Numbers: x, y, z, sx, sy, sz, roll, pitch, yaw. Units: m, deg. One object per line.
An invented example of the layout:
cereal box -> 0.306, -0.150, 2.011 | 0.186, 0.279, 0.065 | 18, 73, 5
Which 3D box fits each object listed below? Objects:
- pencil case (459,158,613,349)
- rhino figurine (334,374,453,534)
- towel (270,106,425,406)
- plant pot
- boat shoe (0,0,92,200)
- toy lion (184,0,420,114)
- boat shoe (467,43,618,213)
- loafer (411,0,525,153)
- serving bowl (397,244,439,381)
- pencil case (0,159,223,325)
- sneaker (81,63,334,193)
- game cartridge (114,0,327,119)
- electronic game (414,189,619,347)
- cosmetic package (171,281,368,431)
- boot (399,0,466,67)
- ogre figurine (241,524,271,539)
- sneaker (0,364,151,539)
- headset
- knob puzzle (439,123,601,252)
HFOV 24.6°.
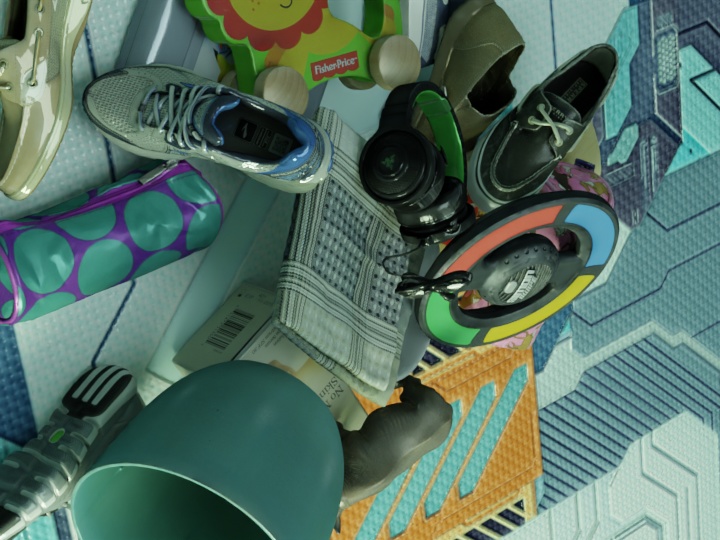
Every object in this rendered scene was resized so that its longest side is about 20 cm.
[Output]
pencil case -> 0.165, -0.014, 1.574 | 0.083, 0.087, 0.200 | 14, 128, -16
rhino figurine -> 0.001, 0.164, 1.441 | 0.200, 0.087, 0.060 | -39, 125, -29
towel -> 0.000, -0.007, 1.365 | 0.200, 0.035, 0.193 | 42, 53, -54
plant pot -> -0.104, 0.170, 1.318 | 0.161, 0.200, 0.201 | -58, 137, -43
boat shoe -> -0.251, -0.153, 1.231 | 0.065, 0.072, 0.200 | 13, 92, -34
toy lion -> -0.053, -0.225, 1.346 | 0.200, 0.069, 0.192 | -20, 108, -36
boat shoe -> 0.165, -0.133, 1.481 | 0.071, 0.064, 0.200 | 39, 63, -1
loafer -> 0.096, -0.152, 1.499 | 0.076, 0.067, 0.200 | -27, 145, -34
serving bowl -> 0.000, 0.000, 1.468 | 0.200, 0.066, 0.200 | 7, 82, -61
pencil case -> -0.211, -0.028, 1.293 | 0.200, 0.085, 0.093 | -25, 135, -34
sneaker -> -0.118, -0.118, 1.258 | 0.085, 0.200, 0.077 | 59, 45, -84
game cartridge -> -0.110, -0.162, 1.374 | 0.200, 0.040, 0.134 | 18, 88, -44
electronic game -> 0.139, 0.001, 1.459 | 0.200, 0.042, 0.200 | -20, 148, -13
cosmetic package -> -0.070, 0.118, 1.474 | 0.105, 0.071, 0.200 | -49, 130, -19
boot -> 0.057, -0.277, 1.469 | 0.090, 0.073, 0.200 | -16, 122, -45
ogre figurine -> -0.091, 0.285, 1.481 | 0.098, 0.200, 0.120 | 43, 87, -1
sneaker -> -0.234, 0.183, 1.350 | 0.200, 0.075, 0.116 | -47, 132, -21
headset -> 0.060, -0.065, 1.351 | 0.124, 0.094, 0.200 | 50, 42, -47
knob puzzle -> 0.148, -0.079, 1.587 | 0.219, 0.030, 0.220 | -18, 140, -15
